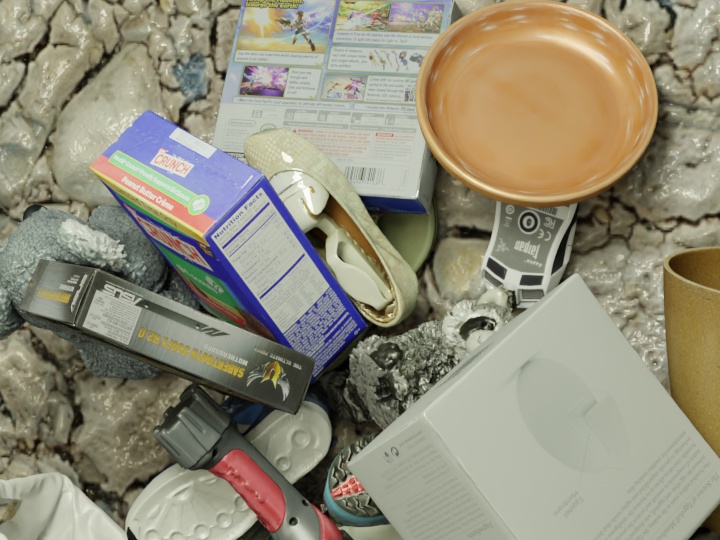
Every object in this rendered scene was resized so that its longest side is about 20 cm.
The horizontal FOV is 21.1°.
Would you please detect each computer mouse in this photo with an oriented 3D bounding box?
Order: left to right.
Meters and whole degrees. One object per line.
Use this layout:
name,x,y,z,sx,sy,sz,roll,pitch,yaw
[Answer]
computer mouse,0.141,-0.007,1.615,0.109,0.044,0.202,21,100,25

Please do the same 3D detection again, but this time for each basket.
basket,-0.281,0.299,1.667,0.200,0.198,0.161,41,102,16

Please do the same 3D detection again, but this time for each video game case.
video game case,-0.022,-0.146,1.657,0.198,0.045,0.183,5,74,20

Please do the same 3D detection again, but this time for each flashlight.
flashlight,-0.083,0.185,1.543,0.068,0.068,0.200,-46,103,-5

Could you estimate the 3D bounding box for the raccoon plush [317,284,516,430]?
raccoon plush,0.053,0.065,1.609,0.133,0.199,0.098,-32,114,-22

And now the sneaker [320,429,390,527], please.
sneaker,0.058,0.153,1.524,0.198,0.096,0.080,-10,71,-18

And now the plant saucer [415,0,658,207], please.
plant saucer,0.143,-0.133,1.581,0.198,0.038,0.202,0,59,1

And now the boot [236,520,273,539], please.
boot,-0.132,0.265,1.627,0.130,0.200,0.068,5,132,52

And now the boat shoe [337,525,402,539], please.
boat shoe,-0.015,0.250,1.639,0.199,0.062,0.074,-21,54,37

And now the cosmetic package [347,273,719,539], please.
cosmetic package,0.135,0.150,1.421,0.201,0.199,0.123,52,143,1

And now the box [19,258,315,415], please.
box,-0.155,0.052,1.528,0.158,0.199,0.049,6,73,64

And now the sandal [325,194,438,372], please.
sandal,0.000,0.001,1.655,0.079,0.057,0.202,32,97,19

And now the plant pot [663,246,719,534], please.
plant pot,0.315,0.100,1.484,0.184,0.186,0.202,9,103,20

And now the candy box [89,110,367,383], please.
candy box,-0.106,-0.020,1.583,0.077,0.201,0.169,-46,43,-13

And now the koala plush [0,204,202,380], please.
koala plush,-0.241,0.006,1.668,0.176,0.200,0.185,-28,78,16

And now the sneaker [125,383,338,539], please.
sneaker,-0.113,0.163,1.646,0.199,0.146,0.081,-34,104,-2

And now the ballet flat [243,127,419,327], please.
ballet flat,-0.024,-0.036,1.584,0.200,0.062,0.067,46,118,-7
